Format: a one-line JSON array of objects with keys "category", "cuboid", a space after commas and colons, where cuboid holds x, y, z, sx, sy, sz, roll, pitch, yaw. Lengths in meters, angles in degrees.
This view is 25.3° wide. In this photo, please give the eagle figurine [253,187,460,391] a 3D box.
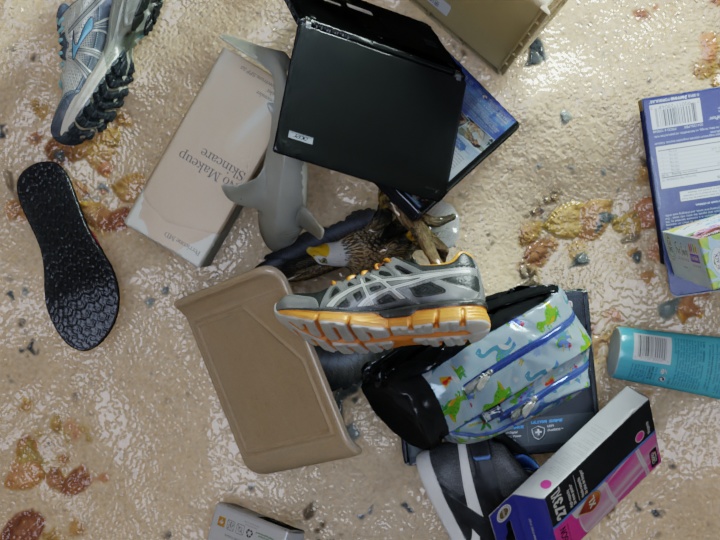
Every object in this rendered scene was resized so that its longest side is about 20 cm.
[{"category": "eagle figurine", "cuboid": [-0.006, -0.002, 1.557, 0.150, 0.152, 0.200, 29, 127, -17]}]

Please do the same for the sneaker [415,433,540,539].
[{"category": "sneaker", "cuboid": [0.144, 0.247, 1.571, 0.111, 0.073, 0.201, -24, 109, 11]}]

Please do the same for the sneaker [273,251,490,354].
[{"category": "sneaker", "cuboid": [0.020, 0.027, 1.446, 0.198, 0.078, 0.078, -2, 69, 12]}]

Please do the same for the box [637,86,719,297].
[{"category": "box", "cuboid": [0.351, -0.080, 1.601, 0.120, 0.032, 0.202, -8, 91, 2]}]

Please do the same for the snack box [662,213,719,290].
[{"category": "snack box", "cuboid": [0.367, -0.031, 1.487, 0.141, 0.200, 0.053, -16, 93, 3]}]

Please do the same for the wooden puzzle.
[{"category": "wooden puzzle", "cuboid": [-0.088, 0.099, 1.561, 0.037, 0.185, 0.201, -29, 95, -37]}]

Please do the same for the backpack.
[{"category": "backpack", "cuboid": [0.119, 0.090, 1.512, 0.200, 0.163, 0.154, -43, 94, -12]}]

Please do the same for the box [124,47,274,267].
[{"category": "box", "cuboid": [-0.144, -0.110, 1.594, 0.095, 0.078, 0.201, 29, 92, 0]}]

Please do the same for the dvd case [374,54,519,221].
[{"category": "dvd case", "cuboid": [0.056, -0.145, 1.547, 0.143, 0.200, 0.018, 46, 136, 3]}]

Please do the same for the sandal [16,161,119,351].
[{"category": "sandal", "cuboid": [-0.292, -0.015, 1.624, 0.075, 0.045, 0.201, -19, 76, -3]}]

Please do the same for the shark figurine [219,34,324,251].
[{"category": "shark figurine", "cuboid": [-0.090, -0.104, 1.489, 0.089, 0.128, 0.216, -8, 112, -17]}]

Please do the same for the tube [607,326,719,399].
[{"category": "tube", "cuboid": [0.349, 0.096, 1.601, 0.198, 0.050, 0.078, 9, 95, -3]}]

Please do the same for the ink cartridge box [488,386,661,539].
[{"category": "ink cartridge box", "cuboid": [0.210, 0.208, 1.550, 0.200, 0.037, 0.095, -38, 133, -21]}]

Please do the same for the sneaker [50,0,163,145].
[{"category": "sneaker", "cuboid": [-0.269, -0.222, 1.608, 0.086, 0.078, 0.201, 23, 85, 13]}]

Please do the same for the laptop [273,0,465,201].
[{"category": "laptop", "cuboid": [-0.003, -0.175, 1.501, 0.176, 0.200, 0.104, 16, 115, -25]}]

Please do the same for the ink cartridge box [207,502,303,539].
[{"category": "ink cartridge box", "cuboid": [-0.125, 0.341, 1.594, 0.094, 0.037, 0.201, 15, 88, 35]}]

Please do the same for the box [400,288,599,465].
[{"category": "box", "cuboid": [0.135, 0.106, 1.605, 0.198, 0.046, 0.160, -5, 91, 2]}]

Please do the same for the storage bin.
[{"category": "storage bin", "cuboid": [0.107, -0.303, 1.527, 0.200, 0.199, 0.094, 40, 75, 0]}]
